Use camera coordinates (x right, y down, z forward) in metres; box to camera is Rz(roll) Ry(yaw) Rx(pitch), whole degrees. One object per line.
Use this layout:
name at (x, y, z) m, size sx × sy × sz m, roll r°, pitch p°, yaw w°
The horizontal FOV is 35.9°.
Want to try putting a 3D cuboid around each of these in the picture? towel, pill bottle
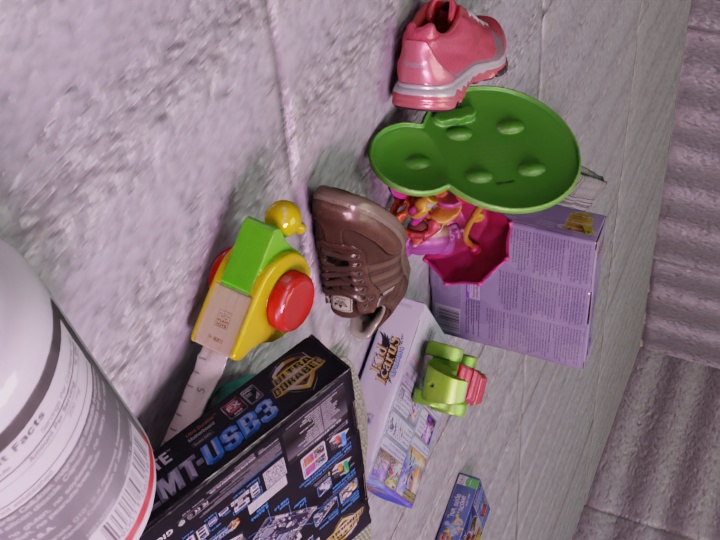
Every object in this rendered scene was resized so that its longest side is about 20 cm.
towel at (0.225, -0.052, 1.403) m, size 0.193 × 0.035 × 0.200 m, roll -50°, pitch 157°, yaw 17°
pill bottle at (-0.166, 0.054, 0.456) m, size 0.201 × 0.113 × 0.114 m, roll 74°, pitch 36°, yaw -53°

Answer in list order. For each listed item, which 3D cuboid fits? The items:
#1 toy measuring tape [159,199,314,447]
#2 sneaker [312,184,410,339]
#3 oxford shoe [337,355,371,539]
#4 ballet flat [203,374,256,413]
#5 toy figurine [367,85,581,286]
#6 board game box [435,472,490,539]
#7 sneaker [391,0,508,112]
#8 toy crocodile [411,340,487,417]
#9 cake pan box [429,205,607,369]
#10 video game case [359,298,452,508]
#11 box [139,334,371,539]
toy measuring tape at (-0.081, 0.048, 0.755) m, size 0.201 × 0.073 × 0.074 m, roll -68°, pitch 160°, yaw 1°
sneaker at (0.000, 0.000, 0.926) m, size 0.200 × 0.070 × 0.076 m, roll 55°, pitch 54°, yaw -64°
oxford shoe at (-0.027, 0.178, 1.004) m, size 0.075 × 0.057 × 0.202 m, roll -5°, pitch 94°, yaw -62°
ballet flat at (-0.053, 0.125, 0.868) m, size 0.068 × 0.070 × 0.200 m, roll -70°, pitch 159°, yaw -7°
toy figurine at (0.088, -0.054, 1.054) m, size 0.185 × 0.198 × 0.151 m, roll 105°, pitch -31°, yaw -52°
board game box at (0.136, 0.413, 1.620) m, size 0.136 × 0.034 × 0.201 m, roll 68°, pitch 40°, yaw -57°
sneaker at (0.089, -0.213, 1.015) m, size 0.200 × 0.073 × 0.087 m, roll -49°, pitch 143°, yaw -53°
toy crocodile at (0.100, 0.117, 1.155) m, size 0.200 × 0.061 × 0.068 m, roll 31°, pitch 74°, yaw -70°
cake pan box at (0.168, 0.011, 1.218) m, size 0.052 × 0.183 × 0.201 m, roll -56°, pitch 152°, yaw -42°
video game case at (0.041, 0.143, 1.170) m, size 0.200 × 0.045 × 0.182 m, roll 53°, pitch 52°, yaw -65°
box at (-0.082, 0.172, 0.760) m, size 0.200 × 0.050 × 0.199 m, roll -37°, pitch 145°, yaw -24°
